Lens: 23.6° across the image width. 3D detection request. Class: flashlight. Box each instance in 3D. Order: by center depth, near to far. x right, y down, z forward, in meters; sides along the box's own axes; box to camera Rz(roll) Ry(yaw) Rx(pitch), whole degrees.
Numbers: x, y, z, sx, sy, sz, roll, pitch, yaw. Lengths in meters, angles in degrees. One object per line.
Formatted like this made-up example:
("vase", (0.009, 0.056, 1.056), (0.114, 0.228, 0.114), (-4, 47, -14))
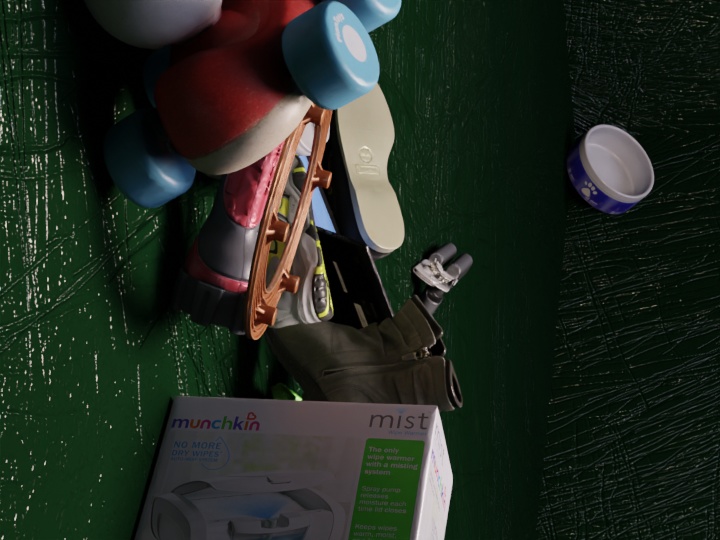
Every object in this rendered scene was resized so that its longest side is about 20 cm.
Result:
("flashlight", (-0.077, -0.058, 1.223), (0.068, 0.067, 0.201), (-16, 125, -72))

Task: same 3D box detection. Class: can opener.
("can opener", (0.100, 0.006, 2.219), (0.067, 0.052, 0.200), (-57, 175, 18))

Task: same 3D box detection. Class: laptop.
("laptop", (0.000, 0.000, 1.539), (0.103, 0.199, 0.178), (-39, 126, -25))

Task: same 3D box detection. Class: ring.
("ring", (-0.043, -0.047, 1.192), (0.200, 0.019, 0.202), (15, 90, -86))

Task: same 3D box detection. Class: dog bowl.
("dog bowl", (0.576, -0.233, 3.974), (0.079, 0.199, 0.201), (-44, -153, 46))

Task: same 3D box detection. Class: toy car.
("toy car", (-0.108, -0.178, 1.079), (0.200, 0.183, 0.177), (51, 31, -25))

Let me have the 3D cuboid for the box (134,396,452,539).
("box", (-0.046, 0.187, 1.202), (0.097, 0.198, 0.177), (76, 20, -48))

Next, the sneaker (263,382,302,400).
("sneaker", (-0.070, 0.153, 1.412), (0.077, 0.084, 0.200), (48, 8, -9))

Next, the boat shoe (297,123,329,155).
("boat shoe", (-0.044, -0.174, 1.482), (0.201, 0.068, 0.072), (77, 19, -46))

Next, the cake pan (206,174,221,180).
("cake pan", (-0.097, -0.157, 1.318), (0.200, 0.036, 0.202), (1, 90, -78))

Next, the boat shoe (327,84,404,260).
("boat shoe", (-0.005, -0.103, 1.694), (0.073, 0.063, 0.203), (9, 65, -37))

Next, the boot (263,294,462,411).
("boot", (0.000, 0.058, 1.407), (0.201, 0.130, 0.068), (61, 7, 30))

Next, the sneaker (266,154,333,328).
("sneaker", (-0.072, -0.030, 1.381), (0.201, 0.076, 0.076), (-103, -179, -56))
